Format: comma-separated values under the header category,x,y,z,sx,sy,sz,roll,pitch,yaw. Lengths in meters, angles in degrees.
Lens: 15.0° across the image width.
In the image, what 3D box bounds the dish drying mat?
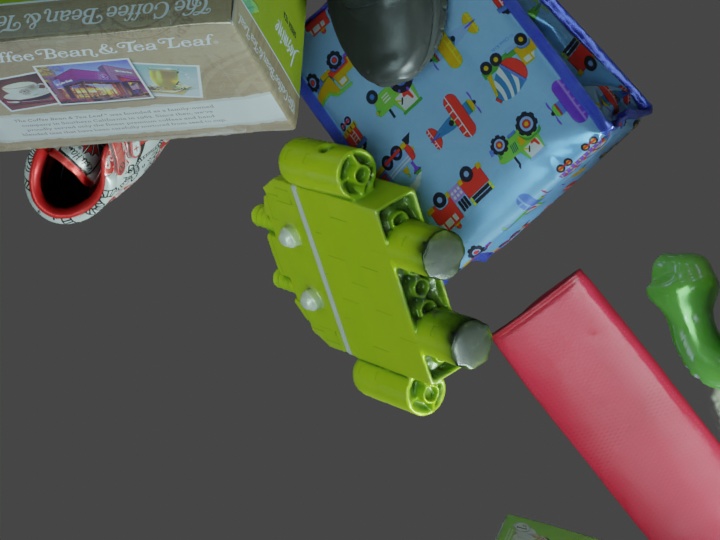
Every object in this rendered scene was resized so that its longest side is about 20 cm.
category,x,y,z,sx,sy,sz,roll,pitch,yaw
dish drying mat,0.172,0.097,1.729,0.077,0.018,0.200,-37,94,21

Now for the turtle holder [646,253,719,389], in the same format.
category,x,y,z,sx,sy,sz,roll,pitch,yaw
turtle holder,0.279,0.018,1.631,0.185,0.141,0.132,-7,89,56

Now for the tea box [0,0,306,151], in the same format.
category,x,y,z,sx,sy,sz,roll,pitch,yaw
tea box,-0.142,-0.189,1.615,0.200,0.134,0.197,-3,64,16

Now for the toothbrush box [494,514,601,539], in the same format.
category,x,y,z,sx,sy,sz,roll,pitch,yaw
toothbrush box,0.165,0.259,1.734,0.200,0.086,0.146,15,117,8

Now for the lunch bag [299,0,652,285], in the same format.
category,x,y,z,sx,sy,sz,roll,pitch,yaw
lunch bag,0.051,-0.120,1.666,0.151,0.094,0.200,-42,84,23

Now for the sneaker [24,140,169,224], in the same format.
category,x,y,z,sx,sy,sz,roll,pitch,yaw
sneaker,-0.133,-0.111,1.695,0.067,0.108,0.201,40,111,0

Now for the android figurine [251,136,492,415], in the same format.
category,x,y,z,sx,sy,sz,roll,pitch,yaw
android figurine,0.000,0.000,1.676,0.200,0.041,0.182,19,134,51

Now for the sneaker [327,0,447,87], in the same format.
category,x,y,z,sx,sy,sz,roll,pitch,yaw
sneaker,-0.007,-0.206,1.616,0.076,0.091,0.200,-17,79,25
